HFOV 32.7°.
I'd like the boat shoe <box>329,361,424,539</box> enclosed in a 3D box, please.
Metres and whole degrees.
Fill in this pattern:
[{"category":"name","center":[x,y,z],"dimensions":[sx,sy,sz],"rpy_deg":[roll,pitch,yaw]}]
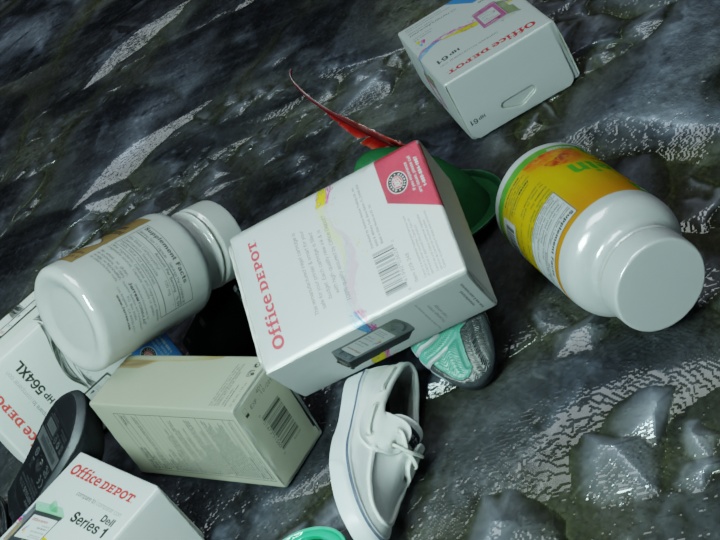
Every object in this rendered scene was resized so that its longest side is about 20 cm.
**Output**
[{"category":"boat shoe","center":[0.019,0.144,1.018],"dimensions":[0.065,0.074,0.200],"rpy_deg":[-26,33,19]}]

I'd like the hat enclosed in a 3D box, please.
[{"category":"hat","center":[0.027,-0.120,1.260],"dimensions":[0.200,0.176,0.166],"rpy_deg":[-12,31,25]}]

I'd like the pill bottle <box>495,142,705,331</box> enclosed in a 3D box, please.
[{"category":"pill bottle","center":[0.205,-0.028,1.052],"dimensions":[0.111,0.111,0.200],"rpy_deg":[-35,31,-3]}]

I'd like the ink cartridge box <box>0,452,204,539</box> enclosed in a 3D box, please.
[{"category":"ink cartridge box","center":[-0.256,0.271,1.078],"dimensions":[0.145,0.084,0.200],"rpy_deg":[10,50,48]}]

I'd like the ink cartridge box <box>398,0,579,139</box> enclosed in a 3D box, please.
[{"category":"ink cartridge box","center":[0.147,-0.254,1.446],"dimensions":[0.144,0.085,0.200],"rpy_deg":[-31,32,2]}]

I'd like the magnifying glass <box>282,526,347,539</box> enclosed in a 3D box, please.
[{"category":"magnifying glass","center":[-0.096,0.265,1.003],"dimensions":[0.200,0.022,0.080],"rpy_deg":[-25,32,14]}]

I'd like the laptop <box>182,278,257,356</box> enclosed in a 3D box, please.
[{"category":"laptop","center":[-0.074,0.046,1.299],"dimensions":[0.200,0.116,0.187],"rpy_deg":[-61,30,9]}]

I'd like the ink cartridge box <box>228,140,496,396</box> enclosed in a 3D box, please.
[{"category":"ink cartridge box","center":[0.000,0.000,1.082],"dimensions":[0.200,0.086,0.148],"rpy_deg":[-27,58,16]}]

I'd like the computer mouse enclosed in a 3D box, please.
[{"category":"computer mouse","center":[-0.303,0.209,1.208],"dimensions":[0.200,0.053,0.139],"rpy_deg":[-58,34,12]}]

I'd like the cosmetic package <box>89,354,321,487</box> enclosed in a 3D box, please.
[{"category":"cosmetic package","center":[-0.147,0.138,1.148],"dimensions":[0.200,0.105,0.071],"rpy_deg":[-1,41,39]}]

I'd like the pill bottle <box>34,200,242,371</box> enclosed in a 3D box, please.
[{"category":"pill bottle","center":[-0.215,0.007,1.234],"dimensions":[0.114,0.115,0.200],"rpy_deg":[5,29,46]}]

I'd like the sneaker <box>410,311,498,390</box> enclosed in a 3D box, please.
[{"category":"sneaker","center":[0.071,0.038,1.133],"dimensions":[0.074,0.088,0.200],"rpy_deg":[-42,55,6]}]

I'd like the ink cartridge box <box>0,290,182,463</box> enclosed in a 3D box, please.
[{"category":"ink cartridge box","center":[-0.315,0.101,1.308],"dimensions":[0.200,0.146,0.084],"rpy_deg":[-45,33,-18]}]
